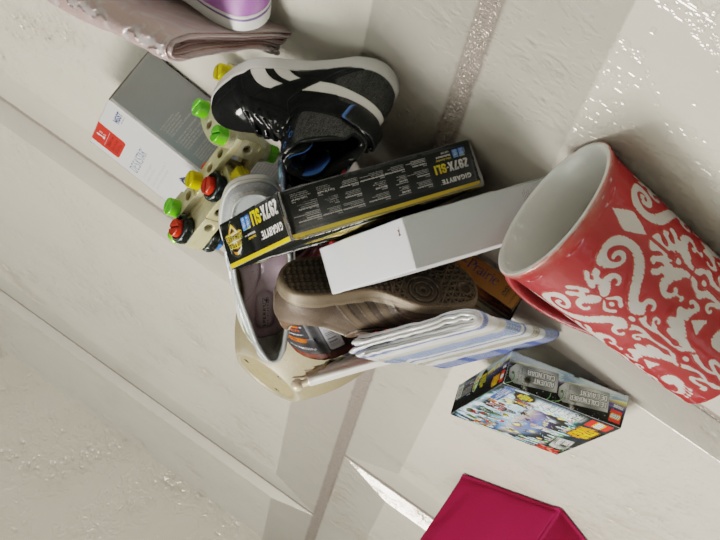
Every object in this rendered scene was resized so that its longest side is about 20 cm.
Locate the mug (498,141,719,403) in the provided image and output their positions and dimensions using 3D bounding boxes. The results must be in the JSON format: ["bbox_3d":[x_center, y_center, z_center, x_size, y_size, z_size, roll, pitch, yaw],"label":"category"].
[{"bbox_3d":[0.225,0.005,1.428,0.199,0.134,0.177,37,179,-15],"label":"mug"}]

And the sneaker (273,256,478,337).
[{"bbox_3d":[0.013,0.027,1.673,0.198,0.071,0.076,4,141,-10],"label":"sneaker"}]

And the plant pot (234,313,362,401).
[{"bbox_3d":[-0.076,0.077,2.075,0.199,0.135,0.201,32,160,14],"label":"plant pot"}]

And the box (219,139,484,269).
[{"bbox_3d":[-0.011,-0.059,1.564,0.159,0.199,0.050,-18,89,64],"label":"box"}]

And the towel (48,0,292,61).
[{"bbox_3d":[-0.189,-0.236,1.539,0.199,0.032,0.190,27,-160,26],"label":"towel"}]

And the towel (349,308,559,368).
[{"bbox_3d":[0.096,0.068,1.706,0.146,0.024,0.199,-15,167,27],"label":"towel"}]

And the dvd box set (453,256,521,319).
[{"bbox_3d":[0.072,0.000,1.796,0.199,0.029,0.147,35,159,7],"label":"dvd box set"}]

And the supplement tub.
[{"bbox_3d":[-0.061,0.000,1.814,0.106,0.107,0.201,23,155,34],"label":"supplement tub"}]

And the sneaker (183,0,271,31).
[{"bbox_3d":[-0.161,-0.296,1.488,0.199,0.073,0.115,25,148,20],"label":"sneaker"}]

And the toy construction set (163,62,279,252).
[{"bbox_3d":[-0.148,-0.096,1.725,0.091,0.132,0.201,5,135,-24],"label":"toy construction set"}]

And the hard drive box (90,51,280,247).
[{"bbox_3d":[-0.187,-0.129,1.886,0.200,0.077,0.156,39,160,-4],"label":"hard drive box"}]

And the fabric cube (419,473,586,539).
[{"bbox_3d":[0.194,0.428,2.314,0.195,0.200,0.200,14,151,50],"label":"fabric cube"}]

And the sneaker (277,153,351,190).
[{"bbox_3d":[-0.054,-0.109,1.668,0.079,0.096,0.200,37,161,0],"label":"sneaker"}]

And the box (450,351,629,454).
[{"bbox_3d":[0.190,0.146,1.861,0.136,0.040,0.200,20,162,-7],"label":"box"}]

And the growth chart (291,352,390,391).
[{"bbox_3d":[0.011,0.091,1.855,0.200,0.144,0.018,-24,-83,-70],"label":"growth chart"}]

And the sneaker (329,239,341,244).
[{"bbox_3d":[0.000,0.000,1.727,0.076,0.085,0.201,6,126,36],"label":"sneaker"}]

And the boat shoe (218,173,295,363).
[{"bbox_3d":[-0.096,-0.003,1.686,0.065,0.074,0.203,-113,18,-51],"label":"boat shoe"}]

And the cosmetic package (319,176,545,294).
[{"bbox_3d":[0.068,-0.030,1.557,0.200,0.150,0.052,-18,86,67],"label":"cosmetic package"}]

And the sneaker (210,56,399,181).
[{"bbox_3d":[-0.069,-0.131,1.538,0.199,0.112,0.073,-5,137,34],"label":"sneaker"}]
